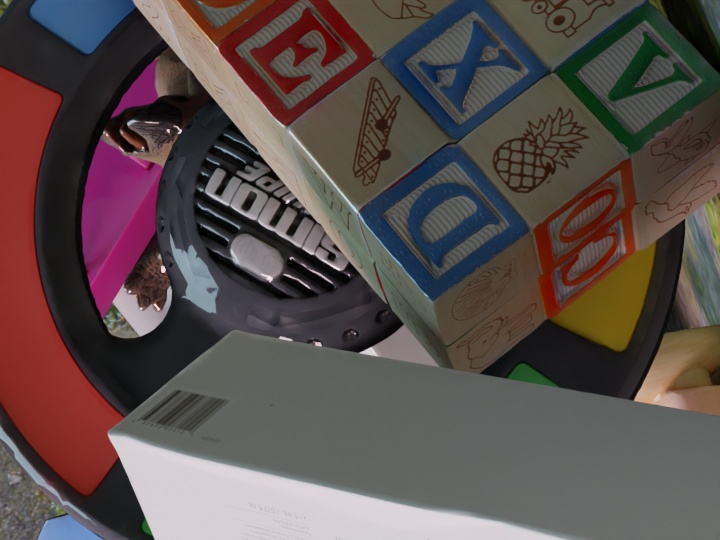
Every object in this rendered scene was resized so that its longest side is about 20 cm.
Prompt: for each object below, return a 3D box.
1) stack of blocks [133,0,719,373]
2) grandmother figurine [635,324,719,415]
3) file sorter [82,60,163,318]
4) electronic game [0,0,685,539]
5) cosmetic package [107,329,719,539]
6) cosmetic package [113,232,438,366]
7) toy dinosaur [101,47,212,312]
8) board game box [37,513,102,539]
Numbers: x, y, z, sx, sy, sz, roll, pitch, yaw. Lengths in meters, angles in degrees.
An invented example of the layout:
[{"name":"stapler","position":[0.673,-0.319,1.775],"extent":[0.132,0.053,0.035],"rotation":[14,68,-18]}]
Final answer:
[{"name":"stack of blocks","position":[0.006,-0.085,0.661],"extent":[0.200,0.115,0.059],"rotation":[50,172,23]},{"name":"grandmother figurine","position":[0.112,0.121,0.741],"extent":[0.121,0.060,0.201],"rotation":[45,-154,-70]},{"name":"file sorter","position":[-0.140,-0.076,0.938],"extent":[0.125,0.200,0.139],"rotation":[36,172,-40]},{"name":"electronic game","position":[-0.015,-0.016,0.696],"extent":[0.042,0.199,0.201],"rotation":[58,-168,-76]},{"name":"cosmetic package","position":[0.039,0.069,0.570],"extent":[0.200,0.051,0.083],"rotation":[9,127,43]},{"name":"cosmetic package","position":[0.000,0.000,0.896],"extent":[0.071,0.101,0.200],"rotation":[54,161,-22]},{"name":"toy dinosaur","position":[-0.012,-0.061,0.834],"extent":[0.135,0.200,0.086],"rotation":[-9,119,49]},{"name":"board game box","position":[-0.011,0.116,0.886],"extent":[0.158,0.199,0.039],"rotation":[57,-148,-24]}]
